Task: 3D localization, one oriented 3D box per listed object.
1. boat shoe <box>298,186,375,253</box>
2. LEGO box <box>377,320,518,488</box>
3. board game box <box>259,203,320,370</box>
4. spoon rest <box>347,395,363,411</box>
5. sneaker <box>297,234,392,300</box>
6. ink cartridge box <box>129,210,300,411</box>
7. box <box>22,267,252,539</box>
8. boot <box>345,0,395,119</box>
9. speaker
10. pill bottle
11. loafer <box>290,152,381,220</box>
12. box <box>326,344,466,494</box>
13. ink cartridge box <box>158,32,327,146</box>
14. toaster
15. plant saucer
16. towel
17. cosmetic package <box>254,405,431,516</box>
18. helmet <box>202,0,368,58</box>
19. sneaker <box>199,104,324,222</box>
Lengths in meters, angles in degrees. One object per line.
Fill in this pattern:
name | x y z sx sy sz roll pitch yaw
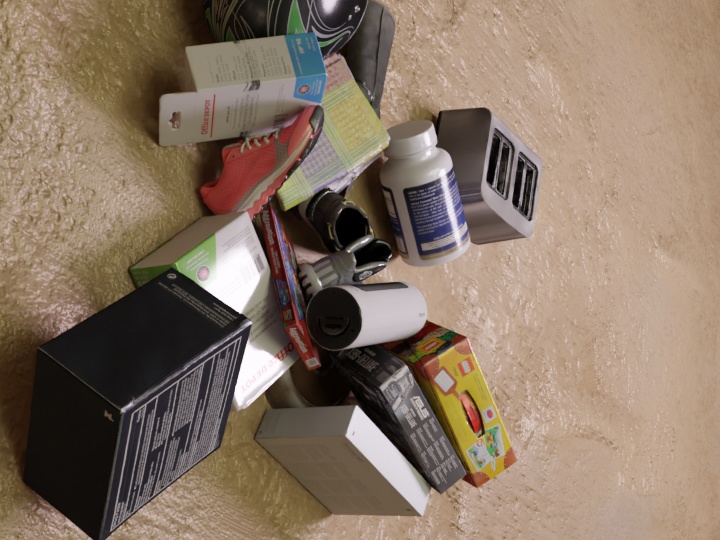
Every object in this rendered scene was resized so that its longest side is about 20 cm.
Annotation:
boat shoe | -0.019 -0.055 1.603 0.072 0.060 0.201 -55 152 -2
LEGO box | 0.117 0.179 1.612 0.077 0.149 0.201 -30 111 -18
board game box | -0.090 0.018 1.476 0.103 0.019 0.201 67 6 -53
spoon rest | 0.044 0.116 1.708 0.099 0.060 0.201 49 50 -38
sneaker | 0.000 0.000 1.574 0.075 0.115 0.200 62 14 6
ink cartridge box | -0.170 0.051 1.413 0.145 0.084 0.201 -41 117 -47
box | -0.234 0.136 1.215 0.198 0.123 0.201 -37 152 -48
boot | -0.007 -0.305 1.685 0.182 0.072 0.201 35 64 -61
speaker | 0.011 0.057 1.506 0.200 0.081 0.082 -3 88 -62
pill bottle | 0.091 -0.116 1.742 0.111 0.111 0.201 -43 125 -46
loafer | -0.038 -0.135 1.632 0.200 0.073 0.073 -29 118 -40
box | 0.047 0.188 1.571 0.050 0.158 0.201 -36 117 -14
ink cartridge box | -0.149 -0.217 1.402 0.199 0.116 0.067 -9 67 -15
toaster | 0.196 -0.145 1.894 0.181 0.118 0.201 33 60 -45
plant saucer | -0.062 0.115 1.593 0.200 0.032 0.201 8 80 -53
towel | -0.060 -0.182 1.523 0.200 0.023 0.144 -37 102 -29
cosmetic package | -0.020 0.252 1.531 0.200 0.150 0.052 51 48 -37
helmet | -0.104 -0.347 1.460 0.190 0.199 0.201 -8 92 -56
sneaker | -0.124 -0.135 1.425 0.087 0.200 0.074 40 21 -6
